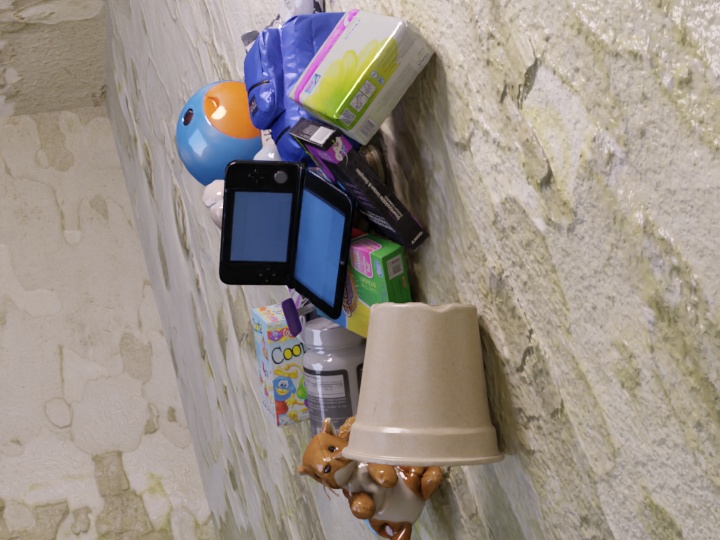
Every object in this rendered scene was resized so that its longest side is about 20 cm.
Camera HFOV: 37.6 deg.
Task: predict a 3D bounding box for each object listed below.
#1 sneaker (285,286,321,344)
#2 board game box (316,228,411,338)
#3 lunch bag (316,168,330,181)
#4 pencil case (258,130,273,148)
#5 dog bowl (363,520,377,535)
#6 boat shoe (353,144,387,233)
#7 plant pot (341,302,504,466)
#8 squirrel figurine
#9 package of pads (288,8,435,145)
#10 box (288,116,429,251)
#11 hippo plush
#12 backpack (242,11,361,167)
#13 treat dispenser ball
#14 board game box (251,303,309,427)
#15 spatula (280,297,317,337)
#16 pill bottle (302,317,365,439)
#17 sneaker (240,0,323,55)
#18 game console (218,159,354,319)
[{"bbox_3d":[-0.082,0.043,1.838,0.140,0.077,0.203,25,132,65],"label":"sneaker"},{"bbox_3d":[-0.004,0.017,1.525,0.199,0.040,0.155,22,130,49],"label":"board game box"},{"bbox_3d":[-0.063,-0.102,1.715,0.151,0.093,0.203,-126,44,-53],"label":"lunch bag"},{"bbox_3d":[-0.135,-0.248,1.823,0.089,0.077,0.203,-17,84,46],"label":"pencil case"},{"bbox_3d":[0.020,0.357,1.730,0.200,0.049,0.113,-139,43,-60],"label":"dog bowl"},{"bbox_3d":[-0.014,-0.102,1.561,0.201,0.075,0.072,105,148,-50],"label":"boat shoe"},{"bbox_3d":[0.077,0.133,1.291,0.200,0.197,0.187,174,98,-70],"label":"plant pot"},{"bbox_3d":[0.002,0.288,1.526,0.200,0.184,0.143,-97,32,-75],"label":"squirrel figurine"},{"bbox_3d":[0.000,-0.254,1.357,0.155,0.068,0.200,-53,28,2],"label":"package of pads"},{"bbox_3d":[-0.004,-0.116,1.424,0.200,0.036,0.143,46,174,-25],"label":"box"},{"bbox_3d":[-0.125,-0.102,1.636,0.160,0.161,0.200,52,-170,33],"label":"hippo plush"},{"bbox_3d":[-0.080,-0.249,1.542,0.162,0.165,0.203,147,114,-75],"label":"backpack"},{"bbox_3d":[-0.236,-0.243,1.927,0.200,0.198,0.204,170,90,-70],"label":"treat dispenser ball"},{"bbox_3d":[-0.134,0.173,1.990,0.105,0.101,0.203,-149,52,-65],"label":"board game box"},{"bbox_3d":[-0.072,0.055,1.635,0.020,0.199,0.057,-15,96,29],"label":"spatula"},{"bbox_3d":[-0.033,0.180,1.697,0.114,0.112,0.204,-160,63,-68],"label":"pill bottle"},{"bbox_3d":[-0.124,-0.382,1.675,0.076,0.113,0.202,-120,28,-42],"label":"sneaker"},{"bbox_3d":[-0.109,-0.041,1.497,0.119,0.168,0.203,-110,24,-57],"label":"game console"}]
